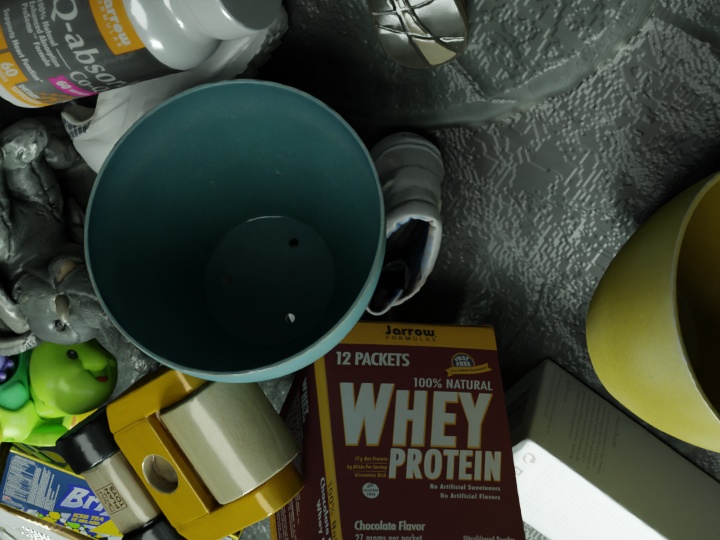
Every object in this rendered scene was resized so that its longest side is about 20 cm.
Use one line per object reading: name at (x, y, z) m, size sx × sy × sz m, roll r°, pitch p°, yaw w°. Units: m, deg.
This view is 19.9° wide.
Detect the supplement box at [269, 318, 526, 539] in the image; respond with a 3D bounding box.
supplement box at (0.020, 0.170, 1.483) m, size 0.132 × 0.198 × 0.200 m, roll 3°, pitch 147°, yaw -14°

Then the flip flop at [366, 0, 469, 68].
flip flop at (0.032, -0.218, 1.340) m, size 0.081 × 0.058 × 0.201 m, roll -5°, pitch 139°, yaw 13°

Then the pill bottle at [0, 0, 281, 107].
pill bottle at (-0.159, -0.183, 1.364) m, size 0.199 × 0.117 × 0.117 m, roll -11°, pitch 122°, yaw 31°

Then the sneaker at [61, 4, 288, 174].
sneaker at (-0.133, -0.134, 1.436) m, size 0.200 × 0.076 × 0.081 m, roll -40°, pitch 88°, yaw 29°

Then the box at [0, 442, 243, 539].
box at (-0.190, 0.182, 1.679) m, size 0.199 × 0.070 × 0.065 m, roll 21°, pitch 128°, yaw 0°

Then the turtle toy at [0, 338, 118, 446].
turtle toy at (-0.269, 0.083, 1.580) m, size 0.199 × 0.145 × 0.102 m, roll 9°, pitch 101°, yaw 34°

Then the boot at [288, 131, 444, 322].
boot at (0.000, 0.000, 1.470) m, size 0.073 × 0.096 × 0.200 m, roll 17°, pitch 129°, yaw -15°

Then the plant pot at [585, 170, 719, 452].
plant pot at (0.237, 0.036, 1.399) m, size 0.200 × 0.200 × 0.142 m, roll 47°, pitch 148°, yaw -19°

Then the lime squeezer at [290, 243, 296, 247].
lime squeezer at (-0.132, -0.035, 1.535) m, size 0.199 × 0.038 × 0.071 m, roll 2°, pitch 157°, yaw 13°

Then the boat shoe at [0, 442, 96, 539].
boat shoe at (-0.283, 0.207, 1.723) m, size 0.199 × 0.071 × 0.069 m, roll 31°, pitch 126°, yaw -10°

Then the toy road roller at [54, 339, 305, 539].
toy road roller at (-0.113, 0.118, 1.506) m, size 0.200 × 0.146 × 0.123 m, roll -28°, pitch 98°, yaw 43°

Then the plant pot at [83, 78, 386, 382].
plant pot at (-0.073, -0.012, 1.387) m, size 0.199 × 0.201 × 0.135 m, roll 7°, pitch 165°, yaw 10°

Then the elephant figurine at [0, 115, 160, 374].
elephant figurine at (-0.238, 0.000, 1.501) m, size 0.141 × 0.155 × 0.201 m, roll -28°, pitch 97°, yaw 8°

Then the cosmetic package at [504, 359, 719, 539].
cosmetic package at (0.189, 0.168, 1.546) m, size 0.200 × 0.102 × 0.074 m, roll 38°, pitch 126°, yaw -11°
